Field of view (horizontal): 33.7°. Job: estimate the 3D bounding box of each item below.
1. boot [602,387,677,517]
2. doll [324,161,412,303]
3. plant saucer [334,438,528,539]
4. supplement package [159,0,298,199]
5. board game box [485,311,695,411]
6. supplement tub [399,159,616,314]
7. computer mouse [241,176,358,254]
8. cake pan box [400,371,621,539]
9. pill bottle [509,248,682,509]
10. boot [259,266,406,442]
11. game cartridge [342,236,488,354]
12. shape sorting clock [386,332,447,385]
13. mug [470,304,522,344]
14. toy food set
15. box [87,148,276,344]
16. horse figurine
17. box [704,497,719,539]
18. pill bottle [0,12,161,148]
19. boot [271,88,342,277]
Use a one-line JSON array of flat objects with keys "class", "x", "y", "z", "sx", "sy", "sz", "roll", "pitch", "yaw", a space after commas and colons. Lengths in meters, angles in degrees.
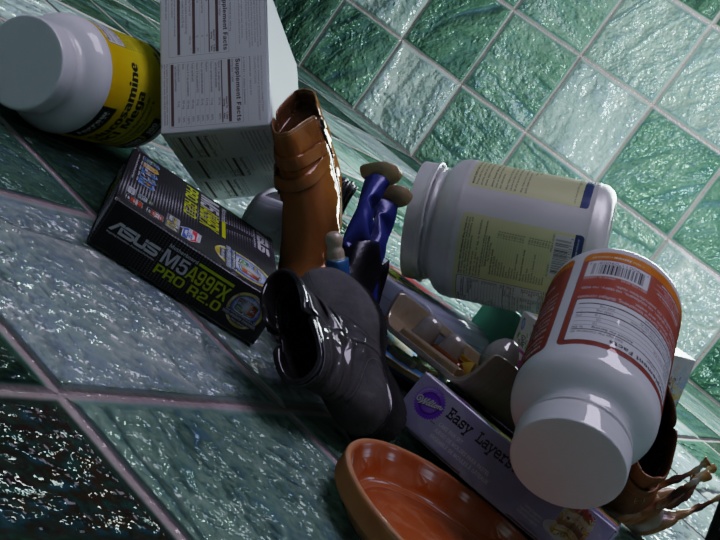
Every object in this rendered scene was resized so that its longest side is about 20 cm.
[{"class": "boot", "x": 0.226, "y": 0.111, "z": 1.046, "sx": 0.076, "sy": 0.202, "sz": 0.156, "roll": 2, "pitch": -22, "yaw": 0}, {"class": "doll", "x": 0.000, "y": 0.000, "z": 1.091, "sx": 0.048, "sy": 0.202, "sz": 0.137, "roll": 3, "pitch": -27, "yaw": 22}, {"class": "plant saucer", "x": 0.063, "y": 0.191, "z": 0.811, "sx": 0.200, "sy": 0.032, "sz": 0.200, "roll": 36, "pitch": 10, "yaw": -7}, {"class": "supplement package", "x": -0.130, "y": -0.181, "z": 1.235, "sx": 0.110, "sy": 0.157, "sz": 0.200, "roll": -4, "pitch": -15, "yaw": 4}, {"class": "board game box", "x": 0.228, "y": 0.127, "z": 1.193, "sx": 0.198, "sy": 0.136, "sz": 0.034, "roll": 13, "pitch": 13, "yaw": -26}, {"class": "supplement tub", "x": 0.151, "y": -0.033, "z": 1.215, "sx": 0.198, "sy": 0.146, "sz": 0.145, "roll": 12, "pitch": 6, "yaw": 13}, {"class": "computer mouse", "x": -0.065, "y": -0.048, "z": 1.290, "sx": 0.044, "sy": 0.110, "sz": 0.200, "roll": 33, "pitch": 17, "yaw": 20}, {"class": "cake pan box", "x": 0.123, "y": 0.166, "z": 0.983, "sx": 0.200, "sy": 0.052, "sz": 0.184, "roll": 39, "pitch": -2, "yaw": 18}, {"class": "pill bottle", "x": 0.177, "y": 0.081, "z": 0.904, "sx": 0.112, "sy": 0.112, "sz": 0.200, "roll": 35, "pitch": 40, "yaw": -3}, {"class": "boot", "x": -0.032, "y": 0.036, "z": 0.929, "sx": 0.132, "sy": 0.070, "sz": 0.201, "roll": 48, "pitch": 9, "yaw": -40}, {"class": "game cartridge", "x": 0.030, "y": 0.019, "z": 1.227, "sx": 0.200, "sy": 0.041, "sz": 0.133, "roll": 37, "pitch": 11, "yaw": 38}, {"class": "shape sorting clock", "x": 0.013, "y": 0.053, "z": 1.225, "sx": 0.199, "sy": 0.039, "sz": 0.200, "roll": 35, "pitch": 11, "yaw": -8}, {"class": "mug", "x": 0.165, "y": 0.104, "z": 1.288, "sx": 0.184, "sy": 0.115, "sz": 0.152, "roll": 26, "pitch": 15, "yaw": -42}, {"class": "toy food set", "x": 0.116, "y": 0.089, "z": 1.048, "sx": 0.143, "sy": 0.061, "sz": 0.200, "roll": 39, "pitch": -1, "yaw": -25}, {"class": "box", "x": -0.149, "y": -0.027, "z": 1.036, "sx": 0.160, "sy": 0.044, "sz": 0.200, "roll": 33, "pitch": 11, "yaw": -14}, {"class": "horse figurine", "x": 0.307, "y": 0.235, "z": 1.223, "sx": 0.200, "sy": 0.132, "sz": 0.050, "roll": 31, "pitch": 34, "yaw": -62}, {"class": "box", "x": 0.427, "y": 0.271, "z": 1.171, "sx": 0.043, "sy": 0.201, "sz": 0.160, "roll": -23, "pitch": 43, "yaw": -36}, {"class": "pill bottle", "x": -0.268, "y": -0.183, "z": 1.145, "sx": 0.112, "sy": 0.113, "sz": 0.200, "roll": 39, "pitch": 11, "yaw": 15}, {"class": "boot", "x": -0.056, "y": -0.063, "z": 1.125, "sx": 0.201, "sy": 0.073, "sz": 0.156, "roll": -91, "pitch": 174, "yaw": -52}]
